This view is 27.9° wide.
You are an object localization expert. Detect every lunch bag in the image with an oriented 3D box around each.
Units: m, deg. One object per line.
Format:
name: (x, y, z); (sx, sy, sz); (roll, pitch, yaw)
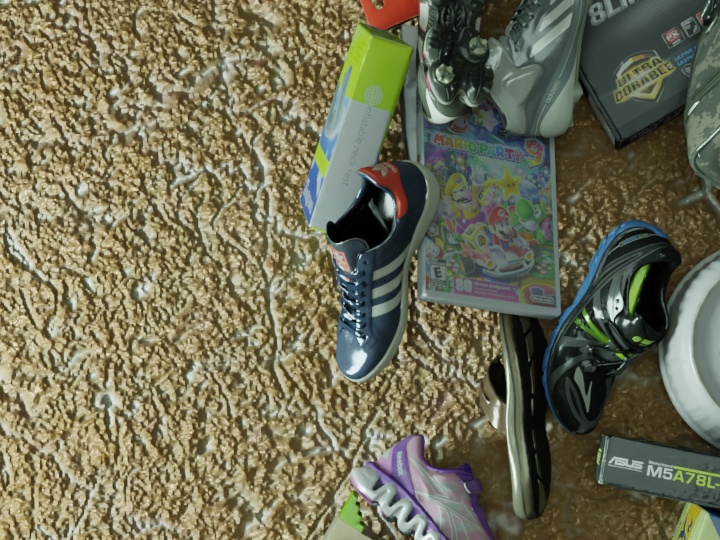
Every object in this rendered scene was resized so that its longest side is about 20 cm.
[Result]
lunch bag: (0.379, -0.141, 1.243); (0.198, 0.169, 0.140); (26, 131, -15)

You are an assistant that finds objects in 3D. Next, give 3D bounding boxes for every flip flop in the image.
flip flop: (0.138, 0.125, 1.319); (0.057, 0.081, 0.203); (-5, 85, 29)

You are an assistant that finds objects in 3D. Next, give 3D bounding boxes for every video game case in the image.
video game case: (0.115, -0.063, 1.309); (0.141, 0.018, 0.203); (8, 71, -24)

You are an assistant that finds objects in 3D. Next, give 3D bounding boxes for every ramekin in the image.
ramekin: (0.364, 0.068, 1.270); (0.197, 0.105, 0.203); (-1, 84, 8)

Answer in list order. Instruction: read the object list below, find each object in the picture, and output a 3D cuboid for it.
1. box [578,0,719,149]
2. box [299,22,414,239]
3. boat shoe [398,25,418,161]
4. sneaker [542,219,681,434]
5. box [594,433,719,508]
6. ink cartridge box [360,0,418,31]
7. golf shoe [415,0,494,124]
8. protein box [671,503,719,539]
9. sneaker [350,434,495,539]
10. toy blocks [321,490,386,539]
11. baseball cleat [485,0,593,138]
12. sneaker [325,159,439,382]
box: (0.275, -0.248, 1.347); (0.198, 0.050, 0.200); (-29, 82, 4)
box: (-0.008, -0.118, 1.314); (0.047, 0.122, 0.202); (17, 102, -10)
boat shoe: (0.073, -0.131, 1.354); (0.065, 0.072, 0.203); (-6, 80, -2)
sneaker: (0.224, 0.056, 1.286); (0.083, 0.070, 0.202); (38, 110, 52)
box: (0.299, 0.177, 1.225); (0.197, 0.193, 0.048); (10, 88, 10)
ink cartridge box: (0.082, -0.310, 1.358); (0.198, 0.050, 0.110); (-24, 53, 6)
golf shoe: (0.076, -0.228, 1.277); (0.076, 0.088, 0.203); (11, 72, -13)
protein box: (0.348, 0.293, 1.200); (0.196, 0.200, 0.136); (21, 87, 10)
sneaker: (0.087, 0.225, 1.313); (0.200, 0.081, 0.089); (42, 79, 9)
toy blocks: (0.000, 0.322, 1.313); (0.136, 0.100, 0.201); (31, 89, -1)
baseball cleat: (0.155, -0.220, 1.293); (0.105, 0.070, 0.203); (0, 98, -13)
sneaker: (0.000, 0.000, 1.248); (0.075, 0.084, 0.203); (25, 106, 42)
